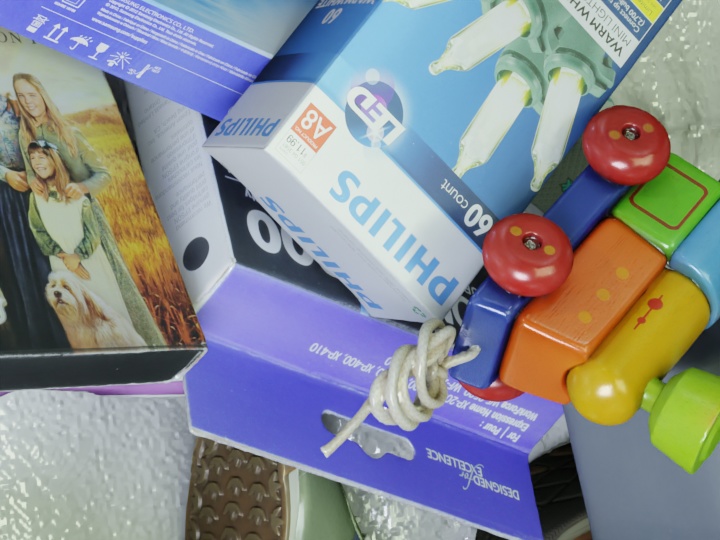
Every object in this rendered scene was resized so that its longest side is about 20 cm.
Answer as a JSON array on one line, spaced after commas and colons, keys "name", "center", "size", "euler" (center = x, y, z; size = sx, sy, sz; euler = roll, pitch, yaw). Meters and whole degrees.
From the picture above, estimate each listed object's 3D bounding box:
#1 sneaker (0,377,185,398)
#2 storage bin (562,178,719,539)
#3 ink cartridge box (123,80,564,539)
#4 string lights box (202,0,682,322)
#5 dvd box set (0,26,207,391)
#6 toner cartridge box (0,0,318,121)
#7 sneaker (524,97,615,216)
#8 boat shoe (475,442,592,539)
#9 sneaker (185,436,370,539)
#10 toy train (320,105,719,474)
[{"name": "sneaker", "center": [-0.109, 0.001, 1.154], "size": [0.200, 0.075, 0.100], "euler": [2, 87, -41]}, {"name": "storage bin", "center": [0.174, 0.050, 1.234], "size": [0.200, 0.145, 0.135], "euler": [-43, 126, -35]}, {"name": "ink cartridge box", "center": [0.000, 0.000, 1.207], "size": [0.198, 0.043, 0.201], "euler": [21, 43, -39]}, {"name": "string lights box", "center": [0.042, -0.089, 1.141], "size": [0.103, 0.059, 0.200], "euler": [44, 72, -23]}, {"name": "dvd box set", "center": [-0.150, -0.048, 1.092], "size": [0.146, 0.029, 0.201], "euler": [0, 59, -41]}, {"name": "toner cartridge box", "center": [-0.065, -0.112, 1.163], "size": [0.200, 0.043, 0.095], "euler": [22, 42, -35]}, {"name": "sneaker", "center": [0.075, -0.062, 1.261], "size": [0.070, 0.080, 0.200], "euler": [-33, 129, 4]}, {"name": "boat shoe", "center": [0.138, 0.106, 1.361], "size": [0.200, 0.076, 0.074], "euler": [-27, 108, -37]}, {"name": "sneaker", "center": [-0.019, 0.139, 1.231], "size": [0.090, 0.067, 0.201], "euler": [-3, 96, -41]}, {"name": "toy train", "center": [0.088, 0.038, 1.100], "size": [0.116, 0.085, 0.200], "euler": [33, 54, 15]}]
